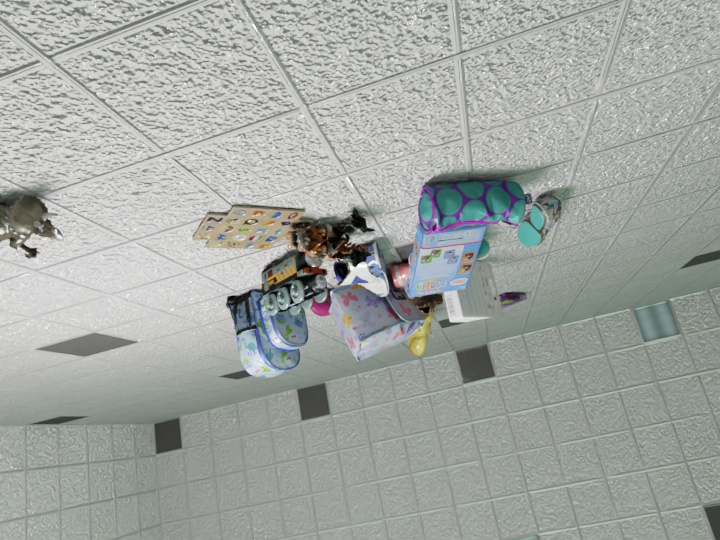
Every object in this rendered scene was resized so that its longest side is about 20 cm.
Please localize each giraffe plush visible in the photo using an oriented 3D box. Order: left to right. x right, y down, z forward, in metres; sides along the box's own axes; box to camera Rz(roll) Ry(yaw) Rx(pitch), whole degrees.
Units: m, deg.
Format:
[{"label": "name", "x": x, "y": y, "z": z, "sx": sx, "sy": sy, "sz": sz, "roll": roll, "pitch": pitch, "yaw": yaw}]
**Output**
[{"label": "giraffe plush", "x": 0.147, "y": 0.188, "z": 1.801, "sx": 0.160, "sy": 0.175, "sz": 0.200, "roll": 12, "pitch": 171, "yaw": -3}]

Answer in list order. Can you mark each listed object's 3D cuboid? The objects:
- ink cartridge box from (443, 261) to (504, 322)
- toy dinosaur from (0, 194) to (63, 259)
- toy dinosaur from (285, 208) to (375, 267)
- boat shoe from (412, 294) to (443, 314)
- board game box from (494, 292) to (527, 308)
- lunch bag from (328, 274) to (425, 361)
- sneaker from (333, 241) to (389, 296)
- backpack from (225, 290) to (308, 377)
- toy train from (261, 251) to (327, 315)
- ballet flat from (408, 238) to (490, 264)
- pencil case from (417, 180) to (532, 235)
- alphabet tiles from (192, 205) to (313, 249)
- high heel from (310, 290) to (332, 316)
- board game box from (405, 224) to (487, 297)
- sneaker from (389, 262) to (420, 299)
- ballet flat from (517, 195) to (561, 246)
[{"label": "ink cartridge box", "x": 0.296, "y": 0.054, "z": 1.437, "sx": 0.199, "sy": 0.163, "sz": 0.050, "roll": 6, "pitch": 157, "yaw": -46}, {"label": "toy dinosaur", "x": -0.507, "y": -0.061, "z": 0.739, "sx": 0.197, "sy": 0.078, "sz": 0.103, "roll": -2, "pitch": 149, "yaw": -14}, {"label": "toy dinosaur", "x": -0.048, "y": -0.058, "z": 1.036, "sx": 0.135, "sy": 0.103, "sz": 0.199, "roll": -8, "pitch": -169, "yaw": 39}, {"label": "boat shoe", "x": 0.198, "y": 0.102, "z": 1.673, "sx": 0.070, "sy": 0.071, "sz": 0.199, "roll": -26, "pitch": 159, "yaw": 35}, {"label": "board game box", "x": 0.512, "y": 0.128, "z": 2.025, "sx": 0.119, "sy": 0.033, "sz": 0.199, "roll": 6, "pitch": 156, "yaw": -34}, {"label": "lunch bag", "x": 0.042, "y": 0.102, "z": 1.359, "sx": 0.198, "sy": 0.170, "sz": 0.128, "roll": -19, "pitch": 147, "yaw": -21}, {"label": "sneaker", "x": 0.000, "y": 0.000, "z": 1.236, "sx": 0.114, "sy": 0.081, "sz": 0.200, "roll": -10, "pitch": 157, "yaw": 7}, {"label": "backpack", "x": -0.222, "y": 0.157, "z": 1.346, "sx": 0.146, "sy": 0.202, "sz": 0.182, "roll": -21, "pitch": 160, "yaw": 26}, {"label": "toy train", "x": -0.141, "y": 0.025, "z": 1.130, "sx": 0.085, "sy": 0.115, "sz": 0.199, "roll": 1, "pitch": 162, "yaw": -39}, {"label": "ballet flat", "x": 0.211, "y": -0.035, "z": 1.289, "sx": 0.197, "sy": 0.070, "sz": 0.070, "roll": -12, "pitch": 162, "yaw": -2}, {"label": "pencil case", "x": 0.204, "y": -0.115, "z": 0.978, "sx": 0.197, "sy": 0.094, "sz": 0.085, "roll": -6, "pitch": 162, "yaw": -17}, {"label": "alphabet tiles", "x": -0.194, "y": -0.075, "z": 0.979, "sx": 0.198, "sy": 0.006, "sz": 0.166, "roll": 0, "pitch": 158, "yaw": -33}, {"label": "high heel", "x": -0.047, "y": 0.079, "z": 1.440, "sx": 0.095, "sy": 0.068, "sz": 0.199, "roll": -12, "pitch": 180, "yaw": 34}, {"label": "board game box", "x": 0.187, "y": -0.026, "z": 1.205, "sx": 0.149, "sy": 0.037, "sz": 0.201, "roll": -8, "pitch": 137, "yaw": -13}, {"label": "sneaker", "x": 0.156, "y": 0.021, "z": 1.392, "sx": 0.086, "sy": 0.075, "sz": 0.199, "roll": -23, "pitch": 159, "yaw": 26}, {"label": "ballet flat", "x": 0.400, "y": -0.107, "z": 1.181, "sx": 0.071, "sy": 0.073, "sz": 0.200, "roll": -12, "pitch": 163, "yaw": 1}]
